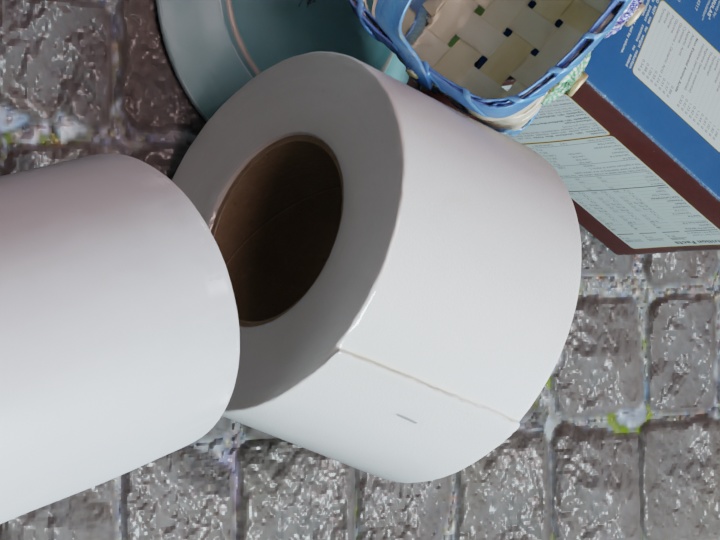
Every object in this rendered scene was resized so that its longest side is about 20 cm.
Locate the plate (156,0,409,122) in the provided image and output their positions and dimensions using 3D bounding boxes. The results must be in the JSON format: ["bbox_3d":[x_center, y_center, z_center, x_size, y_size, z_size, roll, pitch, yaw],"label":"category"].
[{"bbox_3d":[-0.032,-0.159,1.608,0.200,0.026,0.201,0,90,-42],"label":"plate"}]

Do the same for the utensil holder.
[{"bbox_3d":[-0.182,0.038,1.373,0.200,0.170,0.170,-20,102,-42],"label":"utensil holder"}]

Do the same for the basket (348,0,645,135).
[{"bbox_3d":[0.080,-0.171,1.507,0.176,0.139,0.200,-51,159,-6],"label":"basket"}]

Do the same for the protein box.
[{"bbox_3d":[0.178,-0.143,1.721,0.200,0.135,0.199,38,65,-35],"label":"protein box"}]

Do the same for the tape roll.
[{"bbox_3d":[0.000,0.000,1.514,0.139,0.202,0.203,24,73,-40],"label":"tape roll"}]
